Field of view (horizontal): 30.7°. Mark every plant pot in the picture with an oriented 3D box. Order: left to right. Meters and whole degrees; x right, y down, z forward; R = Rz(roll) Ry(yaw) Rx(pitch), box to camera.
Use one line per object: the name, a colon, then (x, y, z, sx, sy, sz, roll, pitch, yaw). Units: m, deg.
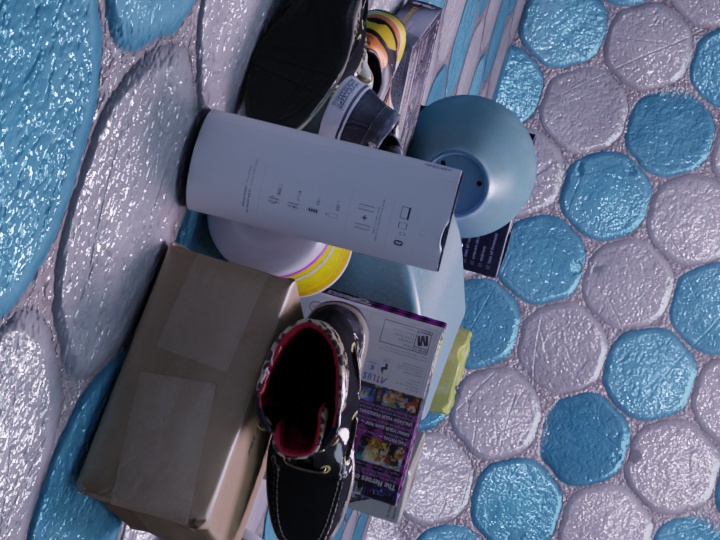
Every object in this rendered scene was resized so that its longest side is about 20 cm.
plant pot: (0.000, 0.000, 1.345, 0.196, 0.196, 0.200, -64, 161, -49)
plant pot: (0.064, 0.129, 1.973, 0.200, 0.184, 0.201, 16, 90, -82)
plant pot: (0.137, -0.131, 1.789, 0.135, 0.200, 0.201, -55, 160, -72)

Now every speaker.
speaker: (-0.028, -0.061, 0.989, 0.081, 0.200, 0.081, 14, 90, -86)

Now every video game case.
video game case: (-0.035, 0.110, 1.254, 0.036, 0.200, 0.182, -34, 138, -77)

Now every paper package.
paper package: (-0.122, 0.107, 1.020, 0.191, 0.103, 0.200, 86, 21, -70)

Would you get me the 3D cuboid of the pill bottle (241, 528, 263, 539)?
pill bottle: (-0.155, 0.337, 1.201, 0.200, 0.111, 0.111, -66, 168, -45)

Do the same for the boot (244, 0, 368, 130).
boot: (-0.038, -0.177, 1.143, 0.154, 0.073, 0.204, 91, 18, -69)

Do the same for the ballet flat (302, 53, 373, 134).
ballet flat: (-0.021, -0.172, 1.281, 0.067, 0.064, 0.200, 93, 15, -56)

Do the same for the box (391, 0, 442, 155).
box: (0.044, -0.222, 1.655, 0.158, 0.048, 0.200, -59, 163, -57)

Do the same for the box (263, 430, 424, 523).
box: (-0.040, 0.184, 1.355, 0.068, 0.200, 0.082, -62, 165, -52)

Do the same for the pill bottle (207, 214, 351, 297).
pill bottle: (-0.062, -0.033, 1.136, 0.200, 0.104, 0.104, 54, 53, -79)

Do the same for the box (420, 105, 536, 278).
box: (0.137, -0.119, 1.937, 0.124, 0.196, 0.200, -57, 162, -67)

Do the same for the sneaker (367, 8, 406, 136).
sneaker: (0.000, -0.176, 1.416, 0.090, 0.070, 0.200, -53, 155, -52)

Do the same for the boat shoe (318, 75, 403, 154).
boat shoe: (0.004, -0.103, 1.154, 0.072, 0.068, 0.200, -56, 173, -18)

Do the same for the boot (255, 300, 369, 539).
boot: (-0.040, 0.122, 0.981, 0.151, 0.073, 0.200, 11, 92, -84)
